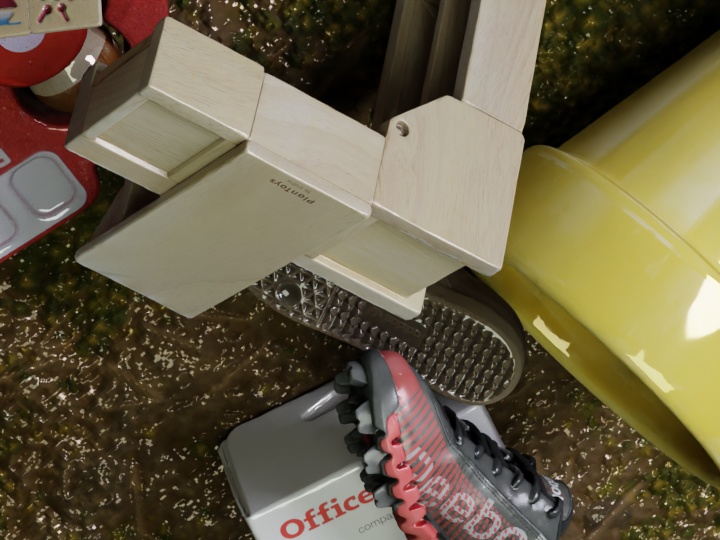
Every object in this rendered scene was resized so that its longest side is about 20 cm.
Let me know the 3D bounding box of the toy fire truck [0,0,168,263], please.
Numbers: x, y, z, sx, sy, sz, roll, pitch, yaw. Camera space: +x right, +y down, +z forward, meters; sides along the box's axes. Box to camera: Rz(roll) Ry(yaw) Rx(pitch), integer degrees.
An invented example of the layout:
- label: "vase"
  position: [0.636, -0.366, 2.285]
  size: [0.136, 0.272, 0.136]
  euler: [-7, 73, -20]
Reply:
- label: "toy fire truck"
  position: [-0.179, -0.088, 1.368]
  size: [0.199, 0.112, 0.168]
  euler: [-32, 129, 5]

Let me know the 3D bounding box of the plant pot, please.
- label: "plant pot"
  position: [0.179, -0.021, 1.450]
  size: [0.189, 0.201, 0.201]
  euler: [-48, 119, -5]

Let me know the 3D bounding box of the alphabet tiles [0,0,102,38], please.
- label: "alphabet tiles"
  position: [-0.171, -0.203, 1.279]
  size: [0.165, 0.006, 0.201]
  euler: [-6, 81, 11]

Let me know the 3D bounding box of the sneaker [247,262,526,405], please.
- label: "sneaker"
  position: [0.000, 0.000, 1.484]
  size: [0.200, 0.076, 0.071]
  euler: [37, 107, -4]

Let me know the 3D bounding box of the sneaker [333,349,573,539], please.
- label: "sneaker"
  position: [0.054, 0.111, 1.454]
  size: [0.098, 0.071, 0.201]
  euler: [-25, 121, -1]

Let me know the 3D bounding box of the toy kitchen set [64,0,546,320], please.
- label: "toy kitchen set"
  position: [-0.044, -0.086, 1.380]
  size: [0.199, 0.181, 0.163]
  euler: [27, 148, -25]

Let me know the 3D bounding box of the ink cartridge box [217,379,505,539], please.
- label: "ink cartridge box"
  position: [0.029, 0.157, 1.559]
  size: [0.146, 0.084, 0.201]
  euler: [-27, 120, 1]
